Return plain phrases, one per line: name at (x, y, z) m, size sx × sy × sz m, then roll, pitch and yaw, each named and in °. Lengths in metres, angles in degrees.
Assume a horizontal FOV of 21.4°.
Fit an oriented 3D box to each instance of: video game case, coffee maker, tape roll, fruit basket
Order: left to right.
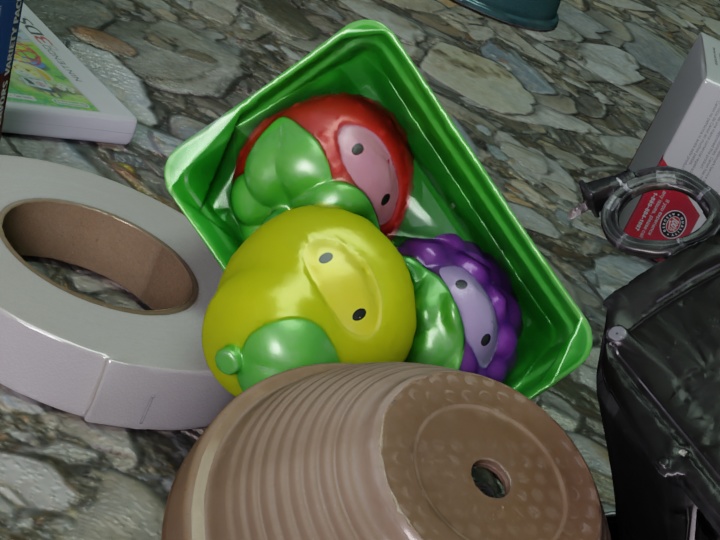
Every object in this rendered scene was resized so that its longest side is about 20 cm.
video game case at (-0.260, -0.139, 1.167) m, size 0.199 × 0.022 × 0.182 m, roll 3°, pitch 31°, yaw -44°
tape roll at (-0.137, 0.007, 0.956) m, size 0.202 × 0.037 × 0.203 m, roll 22°, pitch 21°, yaw -9°
fruit basket at (0.000, 0.000, 0.915) m, size 0.216 × 0.155 × 0.216 m, roll 55°, pitch 3°, yaw -5°
coffee maker at (0.167, 0.086, 0.786) m, size 0.134 × 0.201 × 0.193 m, roll -9°, pitch 51°, yaw 3°

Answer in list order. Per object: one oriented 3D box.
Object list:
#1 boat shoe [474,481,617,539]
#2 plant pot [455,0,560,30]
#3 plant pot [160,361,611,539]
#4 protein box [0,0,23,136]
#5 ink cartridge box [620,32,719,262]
boat shoe at (0.049, 0.117, 0.874) m, size 0.199 × 0.063 × 0.073 m, roll 17°, pitch 23°, yaw -19°
plant pot at (0.149, -0.374, 1.905) m, size 0.199 × 0.197 × 0.200 m, roll 22°, pitch 23°, yaw -10°
plant pot at (0.029, 0.106, 0.752) m, size 0.200 × 0.093 × 0.202 m, roll 17°, pitch 46°, yaw -19°
protein box at (-0.291, -0.126, 0.908) m, size 0.197 × 0.136 × 0.200 m, roll 17°, pitch 21°, yaw 11°
ink cartridge box at (0.316, -0.062, 1.453) m, size 0.199 × 0.146 × 0.145 m, roll 26°, pitch 22°, yaw -1°
